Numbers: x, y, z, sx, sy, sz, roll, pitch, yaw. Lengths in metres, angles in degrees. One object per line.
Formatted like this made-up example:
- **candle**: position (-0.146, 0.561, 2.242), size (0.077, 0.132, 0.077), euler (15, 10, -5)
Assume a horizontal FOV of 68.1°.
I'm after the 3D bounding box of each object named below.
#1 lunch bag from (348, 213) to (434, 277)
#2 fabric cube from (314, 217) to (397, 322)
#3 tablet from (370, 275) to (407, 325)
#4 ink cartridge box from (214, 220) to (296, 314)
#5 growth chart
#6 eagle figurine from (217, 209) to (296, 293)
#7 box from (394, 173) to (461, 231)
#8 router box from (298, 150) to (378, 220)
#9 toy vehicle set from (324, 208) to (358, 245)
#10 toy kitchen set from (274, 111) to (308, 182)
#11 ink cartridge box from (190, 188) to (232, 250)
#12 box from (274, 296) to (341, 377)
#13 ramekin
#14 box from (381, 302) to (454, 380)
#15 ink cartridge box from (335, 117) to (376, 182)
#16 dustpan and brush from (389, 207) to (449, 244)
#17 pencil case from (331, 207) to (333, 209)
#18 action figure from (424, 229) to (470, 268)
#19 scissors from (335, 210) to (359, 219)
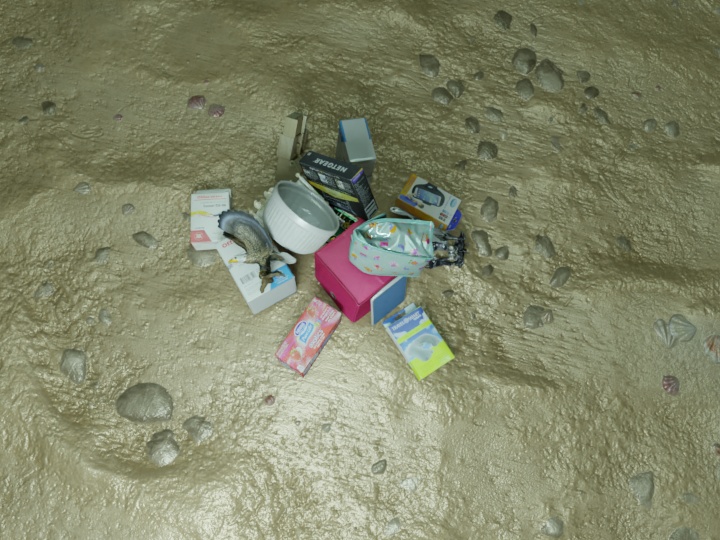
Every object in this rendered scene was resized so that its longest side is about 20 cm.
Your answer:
- **lunch bag**: position (0.070, -0.060, 1.347), size (0.199, 0.170, 0.122), euler (6, 71, -5)
- **fabric cube**: position (0.000, 0.000, 1.517), size (0.200, 0.199, 0.196), euler (-37, 79, -14)
- **tablet**: position (0.078, 0.080, 1.494), size (0.130, 0.200, 0.014), euler (-38, 68, -15)
- **ink cartridge box**: position (-0.296, -0.007, 1.527), size (0.147, 0.145, 0.200), euler (-29, 76, -12)
- **growth chart**: position (-0.209, -0.183, 1.516), size (0.200, 0.018, 0.145), euler (-37, 102, 15)
- **eagle figurine**: position (-0.280, -0.058, 1.377), size (0.152, 0.151, 0.200), euler (-34, 73, 29)
- **box**: position (0.219, -0.205, 1.642), size (0.200, 0.042, 0.119), euler (28, 58, 5)
- **router box**: position (-0.060, -0.231, 1.450), size (0.200, 0.157, 0.052), euler (26, 66, 34)
- **toy vehicle set**: position (-0.111, -0.152, 1.645), size (0.200, 0.027, 0.124), euler (33, 77, 8)
- **toy kitchen set**: position (-0.145, -0.373, 1.658), size (0.180, 0.200, 0.163), euler (19, 30, 5)
- **ink cartridge box**: position (-0.449, -0.168, 1.613), size (0.116, 0.068, 0.200), euler (-4, 72, -5)
- **box**: position (-0.144, 0.187, 1.496), size (0.095, 0.100, 0.200), euler (32, 73, 7)
- **ramekin**: position (-0.166, -0.135, 1.419), size (0.200, 0.200, 0.105), euler (46, 115, 11)
- **box**: position (0.165, 0.200, 1.540), size (0.122, 0.048, 0.200), euler (-31, 77, -13)
- **ink cartridge box**: position (-0.018, -0.348, 1.635), size (0.084, 0.200, 0.145), euler (-10, 73, -11)
- **dustpan and brush**: position (0.186, -0.160, 1.656), size (0.200, 0.057, 0.140), euler (12, 71, 0)
- **pencil case**: position (-0.174, -0.172, 1.590), size (0.200, 0.088, 0.089), euler (-23, 74, -3)
- **action figure**: position (0.255, -0.062, 1.595), size (0.102, 0.200, 0.119), euler (15, 105, 33)
- **scissors**: position (-0.001, -0.156, 1.667), size (0.073, 0.014, 0.200), euler (-41, 77, -16)
